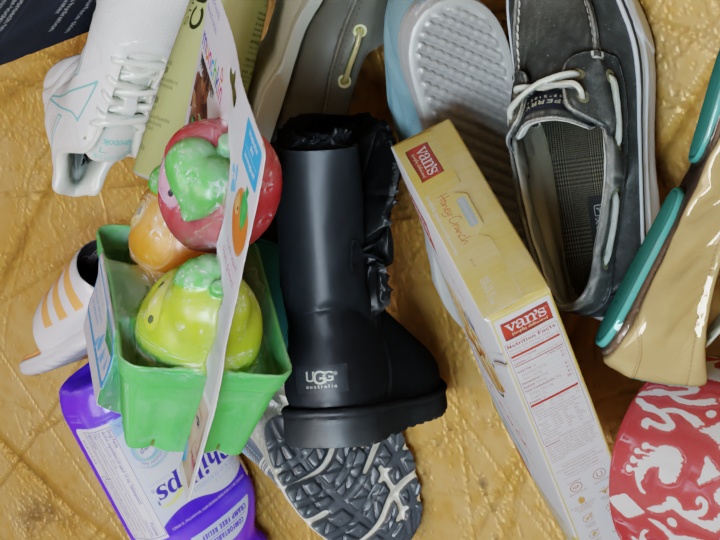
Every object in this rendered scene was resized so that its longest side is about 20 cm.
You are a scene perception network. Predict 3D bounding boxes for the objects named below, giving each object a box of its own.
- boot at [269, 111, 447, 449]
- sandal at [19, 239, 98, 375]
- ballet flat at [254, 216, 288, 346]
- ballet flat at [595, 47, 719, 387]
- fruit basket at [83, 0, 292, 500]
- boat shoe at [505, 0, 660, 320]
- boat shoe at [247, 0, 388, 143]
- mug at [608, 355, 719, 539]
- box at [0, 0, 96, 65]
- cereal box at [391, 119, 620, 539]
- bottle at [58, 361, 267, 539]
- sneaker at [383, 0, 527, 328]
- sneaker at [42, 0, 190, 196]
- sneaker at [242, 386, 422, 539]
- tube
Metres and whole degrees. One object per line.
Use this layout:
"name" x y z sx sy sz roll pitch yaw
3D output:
"boot" 0.000 0.000 1.400 0.076 0.200 0.170 0 94 13
"sandal" -0.138 0.002 1.589 0.206 0.079 0.060 -30 85 39
"ballet flat" -0.075 -0.015 1.471 0.063 0.068 0.202 -36 48 51
"ballet flat" 0.176 -0.038 1.248 0.063 0.069 0.201 22 99 -2
"fruit basket" -0.085 -0.019 1.297 0.186 0.093 0.201 -108 21 -55
"boat shoe" 0.107 -0.075 1.286 0.072 0.071 0.202 -15 84 29
"boat shoe" -0.013 -0.137 1.406 0.072 0.060 0.203 -110 39 -59
"mug" 0.214 0.130 1.235 0.199 0.178 0.134 16 156 44
"box" -0.191 -0.209 1.448 0.118 0.199 0.197 56 136 8
"cereal box" 0.079 0.040 1.311 0.144 0.039 0.201 -117 2 -48
"bottle" -0.108 0.139 1.607 0.065 0.083 0.201 -3 118 55
"sneaker" 0.055 -0.066 1.383 0.082 0.073 0.201 -120 20 -61
"sneaker" -0.132 -0.109 1.507 0.200 0.070 0.081 130 146 -54
"sneaker" -0.041 0.087 1.542 0.200 0.078 0.086 46 173 0
"tube" -0.073 -0.141 1.410 0.058 0.052 0.202 20 95 37
